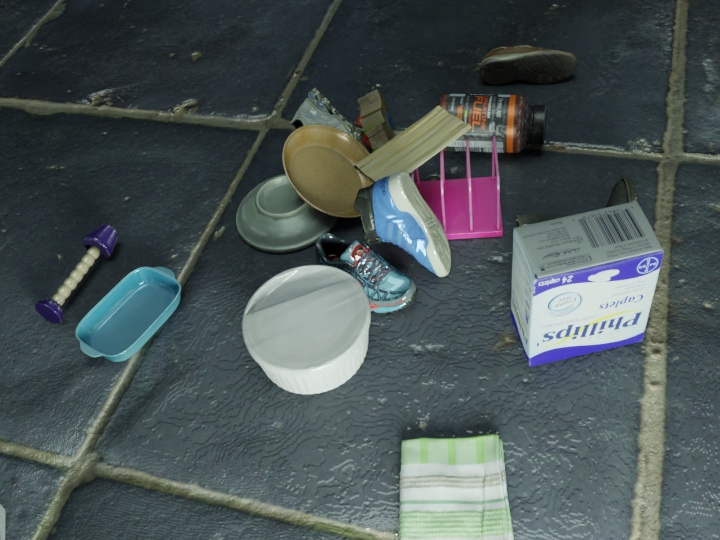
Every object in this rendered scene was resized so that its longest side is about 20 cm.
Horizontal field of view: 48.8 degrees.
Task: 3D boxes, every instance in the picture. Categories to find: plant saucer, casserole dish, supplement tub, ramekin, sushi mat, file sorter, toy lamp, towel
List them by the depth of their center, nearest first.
[{"bbox_3d":[0.122,0.306,1.035,0.147,0.031,0.202,-3,48,6],"label":"towel"},{"bbox_3d":[-0.076,0.096,1.216,0.199,0.095,0.204,-5,48,6],"label":"ramekin"},{"bbox_3d":[-0.382,0.076,1.327,0.120,0.039,0.201,21,55,27],"label":"casserole dish"},{"bbox_3d":[0.087,-0.209,1.342,0.199,0.012,0.095,-37,50,-17],"label":"sushi mat"},{"bbox_3d":[0.142,-0.146,1.371,0.197,0.126,0.140,-3,48,7],"label":"file sorter"},{"bbox_3d":[-0.497,-0.001,1.404,0.057,0.059,0.201,11,50,19],"label":"toy lamp"},{"bbox_3d":[-0.056,-0.174,1.442,0.198,0.035,0.203,15,55,-22],"label":"plant saucer"},{"bbox_3d":[-0.136,-0.121,1.451,0.197,0.051,0.202,-5,47,6],"label":"plant saucer"},{"bbox_3d":[0.245,-0.275,1.480,0.197,0.108,0.108,3,49,13],"label":"supplement tub"}]

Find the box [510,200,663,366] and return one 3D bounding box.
[{"bbox_3d":[0.316,0.023,1.136,0.181,0.201,0.106,-12,48,-1],"label":"box"}]

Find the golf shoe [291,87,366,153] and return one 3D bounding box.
[{"bbox_3d":[-0.064,-0.270,1.573,0.097,0.078,0.200,-44,52,4],"label":"golf shoe"}]

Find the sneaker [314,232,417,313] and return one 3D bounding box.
[{"bbox_3d":[0.000,0.000,1.286,0.198,0.096,0.080,21,58,27],"label":"sneaker"}]

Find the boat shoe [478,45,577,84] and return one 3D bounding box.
[{"bbox_3d":[0.343,-0.432,1.626,0.197,0.076,0.072,2,47,10],"label":"boat shoe"}]

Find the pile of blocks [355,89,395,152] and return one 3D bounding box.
[{"bbox_3d":[0.026,-0.280,1.556,0.061,0.083,0.201,-22,36,15],"label":"pile of blocks"}]

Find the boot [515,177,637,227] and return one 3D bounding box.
[{"bbox_3d":[0.359,-0.080,1.321,0.197,0.073,0.183,-3,46,17],"label":"boot"}]

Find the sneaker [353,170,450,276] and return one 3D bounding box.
[{"bbox_3d":[0.064,-0.062,1.289,0.110,0.201,0.077,-17,36,28],"label":"sneaker"}]

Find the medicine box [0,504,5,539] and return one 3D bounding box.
[{"bbox_3d":[-0.576,0.402,1.027,0.197,0.104,0.183,-18,48,-7],"label":"medicine box"}]
